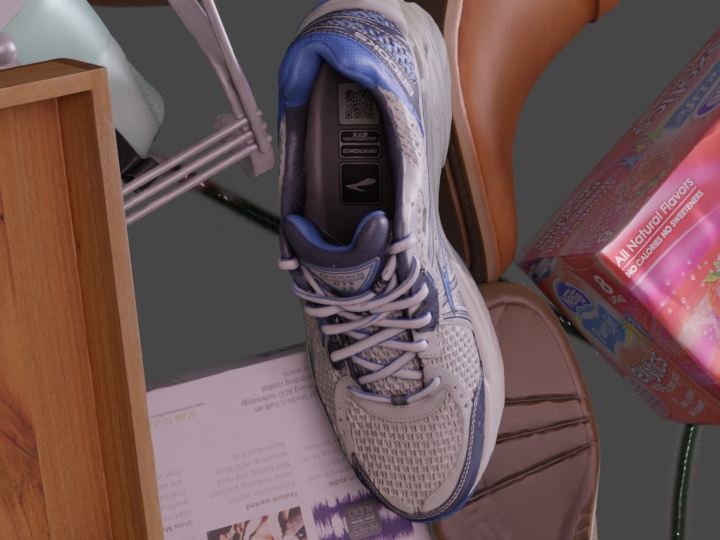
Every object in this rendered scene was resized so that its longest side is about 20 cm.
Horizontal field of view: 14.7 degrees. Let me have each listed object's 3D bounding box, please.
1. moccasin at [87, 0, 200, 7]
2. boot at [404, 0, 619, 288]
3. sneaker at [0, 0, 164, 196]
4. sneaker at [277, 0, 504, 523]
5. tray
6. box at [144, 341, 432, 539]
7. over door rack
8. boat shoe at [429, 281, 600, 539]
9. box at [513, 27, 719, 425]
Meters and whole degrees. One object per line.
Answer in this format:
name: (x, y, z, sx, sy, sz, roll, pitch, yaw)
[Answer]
moccasin: (-0.128, -0.154, 1.039, 0.201, 0.078, 0.074, 25, 75, -16)
boot: (0.070, -0.105, 1.117, 0.155, 0.077, 0.201, -21, 98, -28)
sneaker: (-0.158, -0.018, 1.033, 0.200, 0.074, 0.118, -46, 124, 1)
sneaker: (0.000, 0.000, 1.026, 0.077, 0.085, 0.201, -9, 97, 17)
tray: (-0.122, 0.039, 0.912, 0.098, 0.037, 0.201, -14, 108, -30)
box: (-0.038, 0.136, 1.089, 0.144, 0.036, 0.201, -13, 92, -18)
over door rack: (-0.119, -0.084, 0.946, 0.147, 0.067, 0.201, -32, 135, -17)
boat shoe: (0.062, 0.104, 1.108, 0.072, 0.065, 0.201, -12, 94, -5)
box: (0.172, -0.042, 1.128, 0.103, 0.095, 0.200, 46, 76, -11)
